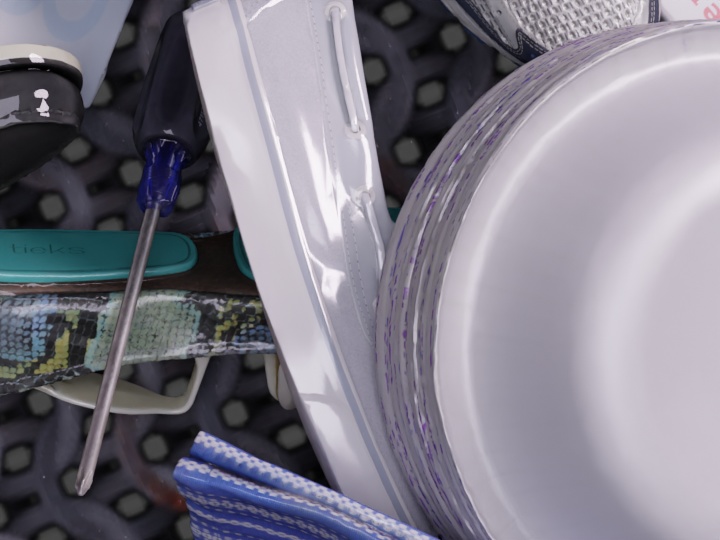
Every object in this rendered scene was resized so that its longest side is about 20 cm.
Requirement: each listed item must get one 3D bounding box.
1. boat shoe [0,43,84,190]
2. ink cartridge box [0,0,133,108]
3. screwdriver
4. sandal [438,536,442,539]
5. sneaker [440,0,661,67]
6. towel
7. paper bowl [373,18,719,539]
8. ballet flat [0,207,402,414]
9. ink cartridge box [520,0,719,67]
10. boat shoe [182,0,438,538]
[{"bbox_3d":[-0.177,-0.012,1.012,0.201,0.074,0.063,-27,64,12],"label":"boat shoe"},{"bbox_3d":[-0.142,-0.160,0.981,0.200,0.047,0.160,21,91,-45],"label":"ink cartridge box"},{"bbox_3d":[-0.073,-0.006,1.003,0.028,0.029,0.200,7,58,5],"label":"screwdriver"},{"bbox_3d":[0.065,0.029,1.010,0.045,0.075,0.200,17,102,41],"label":"sandal"},{"bbox_3d":[0.037,-0.148,0.957,0.077,0.085,0.200,-27,94,2],"label":"sneaker"},{"bbox_3d":[0.009,0.120,0.966,0.145,0.200,0.024,23,70,10],"label":"towel"},{"bbox_3d":[0.113,0.022,0.921,0.201,0.104,0.201,-1,93,-19],"label":"paper bowl"},{"bbox_3d":[-0.047,0.017,1.042,0.200,0.074,0.074,-1,91,1],"label":"ballet flat"},{"bbox_3d":[0.149,-0.117,1.034,0.200,0.067,0.117,-40,91,0],"label":"ink cartridge box"},{"bbox_3d":[0.000,0.000,0.974,0.068,0.072,0.200,-18,81,-2],"label":"boat shoe"}]
